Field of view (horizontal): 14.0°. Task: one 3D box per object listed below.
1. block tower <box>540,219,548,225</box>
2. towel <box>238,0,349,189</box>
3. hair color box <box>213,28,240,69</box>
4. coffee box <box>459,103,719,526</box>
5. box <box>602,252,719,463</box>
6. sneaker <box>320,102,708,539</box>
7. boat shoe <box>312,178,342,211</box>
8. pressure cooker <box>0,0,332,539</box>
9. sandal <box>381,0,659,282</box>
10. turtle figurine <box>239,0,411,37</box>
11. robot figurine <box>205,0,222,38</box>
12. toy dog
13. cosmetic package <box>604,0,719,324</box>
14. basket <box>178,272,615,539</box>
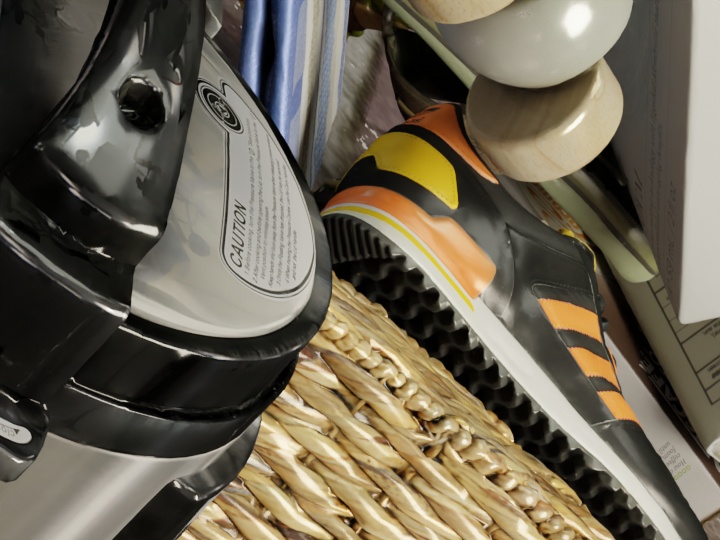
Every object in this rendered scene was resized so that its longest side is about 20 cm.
[{"bbox_3d":[0.077,0.077,1.129,0.054,0.058,0.200,114,-47,-70],"label":"block tower"},{"bbox_3d":[-0.022,-0.090,0.982,0.200,0.024,0.147,-75,170,-68],"label":"towel"},{"bbox_3d":[-0.110,-0.088,1.030,0.200,0.064,0.111,50,20,-14],"label":"hair color box"},{"bbox_3d":[0.078,0.028,1.244,0.200,0.080,0.114,54,19,3],"label":"coffee box"},{"bbox_3d":[0.182,-0.011,1.235,0.109,0.128,0.200,38,22,-47],"label":"box"},{"bbox_3d":[0.066,0.032,0.970,0.200,0.070,0.090,49,51,-19],"label":"sneaker"},{"bbox_3d":[0.000,0.000,1.079,0.072,0.060,0.200,45,2,4],"label":"boat shoe"},{"bbox_3d":[-0.105,-0.004,0.655,0.176,0.200,0.179,54,24,20],"label":"pressure cooker"},{"bbox_3d":[0.047,-0.066,1.156,0.201,0.057,0.080,51,24,-15],"label":"sandal"},{"bbox_3d":[0.010,-0.119,1.260,0.161,0.065,0.200,18,4,15],"label":"turtle figurine"},{"bbox_3d":[-0.096,-0.140,0.858,0.145,0.058,0.200,22,49,-19],"label":"robot figurine"},{"bbox_3d":[0.057,-0.130,0.955,0.132,0.096,0.200,48,23,-62],"label":"toy dog"},{"bbox_3d":[0.148,-0.125,1.100,0.200,0.123,0.200,84,-8,-52],"label":"cosmetic package"},{"bbox_3d":[-0.040,0.070,0.851,0.200,0.149,0.143,41,4,-27],"label":"basket"}]
